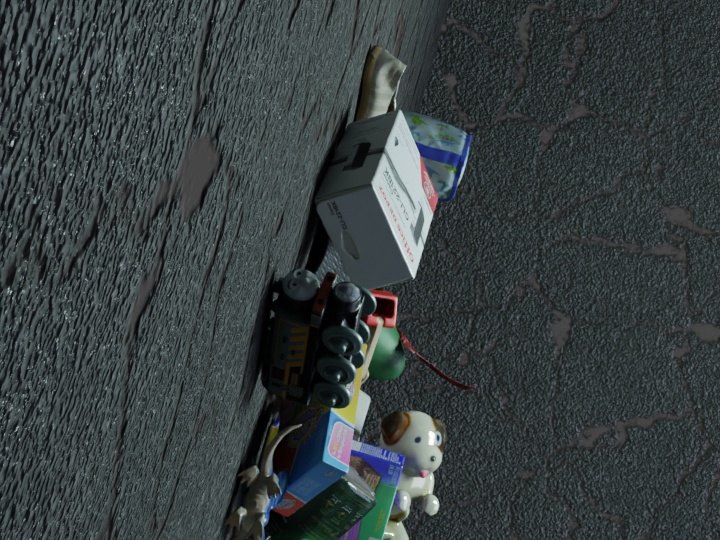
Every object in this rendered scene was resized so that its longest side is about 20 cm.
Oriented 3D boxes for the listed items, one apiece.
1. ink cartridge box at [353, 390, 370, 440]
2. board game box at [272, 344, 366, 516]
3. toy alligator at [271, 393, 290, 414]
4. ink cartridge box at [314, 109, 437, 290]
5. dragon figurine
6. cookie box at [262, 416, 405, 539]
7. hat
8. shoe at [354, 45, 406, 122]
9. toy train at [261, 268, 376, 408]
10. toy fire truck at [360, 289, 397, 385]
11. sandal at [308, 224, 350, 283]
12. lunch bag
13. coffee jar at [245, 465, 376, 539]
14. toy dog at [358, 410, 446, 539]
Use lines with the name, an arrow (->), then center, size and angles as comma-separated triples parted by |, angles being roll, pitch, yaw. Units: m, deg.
ink cartridge box -> -0.071, 0.282, 1.965 | 0.146, 0.084, 0.201 | -47, -167, 38
board game box -> -0.059, 0.204, 1.662 | 0.153, 0.040, 0.202 | -43, -152, 43
toy alligator -> -0.085, 0.144, 1.660 | 0.201, 0.054, 0.060 | 101, 6, -57
ink cartridge box -> 0.024, -0.090, 1.604 | 0.145, 0.083, 0.201 | 64, 26, -27
dragon figurine -> -0.124, 0.273, 1.571 | 0.099, 0.058, 0.203 | -42, 149, -84
cookie box -> -0.054, 0.324, 1.799 | 0.075, 0.197, 0.173 | -27, 133, -85
hat -> 0.060, 0.139, 1.927 | 0.166, 0.175, 0.201 | -55, -169, 26
shoe -> 0.026, -0.231, 1.756 | 0.201, 0.053, 0.071 | 101, 6, -59
toy train -> -0.050, 0.078, 1.392 | 0.201, 0.113, 0.086 | 101, 7, -50
toy fire truck -> -0.018, 0.118, 1.760 | 0.141, 0.048, 0.203 | 20, -79, 57
sandal -> -0.036, -0.007, 1.682 | 0.043, 0.075, 0.203 | 7, -101, 65
lunch bag -> 0.082, -0.184, 1.945 | 0.200, 0.168, 0.129 | 12, 94, -88
coffee jar -> -0.080, 0.347, 1.711 | 0.200, 0.104, 0.085 | -45, -141, 3
toy dog -> 0.056, 0.302, 1.914 | 0.201, 0.138, 0.195 | -54, -150, 30
